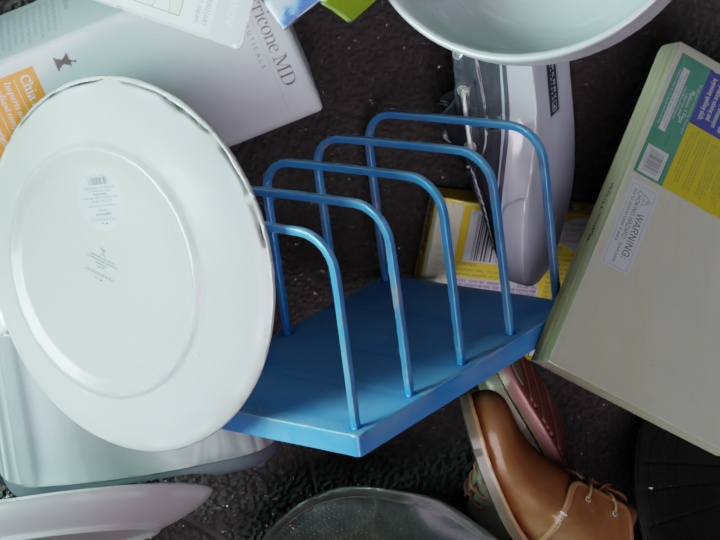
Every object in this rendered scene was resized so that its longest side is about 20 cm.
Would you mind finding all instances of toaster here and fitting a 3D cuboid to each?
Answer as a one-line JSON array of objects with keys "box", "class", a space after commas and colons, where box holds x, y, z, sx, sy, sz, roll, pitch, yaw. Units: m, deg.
[{"box": [-0.144, 0.050, 1.469, 0.200, 0.114, 0.129, -8, 114, -1], "class": "toaster"}]

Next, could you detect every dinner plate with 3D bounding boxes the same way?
[{"box": [-0.184, 0.150, 1.478, 0.200, 0.200, 0.024, -6, 79, -6], "class": "dinner plate"}, {"box": [-0.128, -0.001, 1.331, 0.024, 0.200, 0.200, -16, 130, -52], "class": "dinner plate"}]

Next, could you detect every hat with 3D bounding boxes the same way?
[{"box": [0.037, 0.193, 1.579, 0.201, 0.081, 0.201, 8, 124, 12], "class": "hat"}]

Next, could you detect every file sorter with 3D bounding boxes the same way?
[{"box": [0.000, 0.000, 1.389, 0.200, 0.139, 0.123, -29, 118, -45], "class": "file sorter"}]

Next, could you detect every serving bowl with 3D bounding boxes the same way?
[{"box": [0.101, -0.200, 1.364, 0.200, 0.200, 0.066, -38, 158, 10], "class": "serving bowl"}]

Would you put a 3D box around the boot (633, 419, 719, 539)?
[{"box": [0.193, 0.198, 1.609, 0.073, 0.204, 0.154, -3, 159, -15], "class": "boot"}]

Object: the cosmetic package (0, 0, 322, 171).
[{"box": [-0.134, -0.106, 1.412, 0.200, 0.071, 0.101, -22, 118, 2], "class": "cosmetic package"}]

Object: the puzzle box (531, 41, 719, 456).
[{"box": [0.191, -0.011, 1.431, 0.133, 0.025, 0.200, 28, 79, -19], "class": "puzzle box"}]

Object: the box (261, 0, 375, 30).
[{"box": [0.012, -0.227, 1.344, 0.200, 0.122, 0.048, -40, 157, 11], "class": "box"}]

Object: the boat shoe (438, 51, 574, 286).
[{"box": [0.079, -0.089, 1.459, 0.068, 0.072, 0.200, 9, 118, 26], "class": "boat shoe"}]

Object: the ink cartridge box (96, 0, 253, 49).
[{"box": [-0.132, -0.224, 1.331, 0.200, 0.050, 0.161, 18, 113, 3], "class": "ink cartridge box"}]

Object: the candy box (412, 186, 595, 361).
[{"box": [0.131, 0.008, 1.539, 0.200, 0.026, 0.102, 6, 116, -12], "class": "candy box"}]

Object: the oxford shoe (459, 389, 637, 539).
[{"box": [0.119, 0.137, 1.490, 0.071, 0.071, 0.200, -27, 119, 12], "class": "oxford shoe"}]

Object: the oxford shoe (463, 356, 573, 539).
[{"box": [0.096, 0.128, 1.561, 0.074, 0.071, 0.200, -16, 127, 8], "class": "oxford shoe"}]
